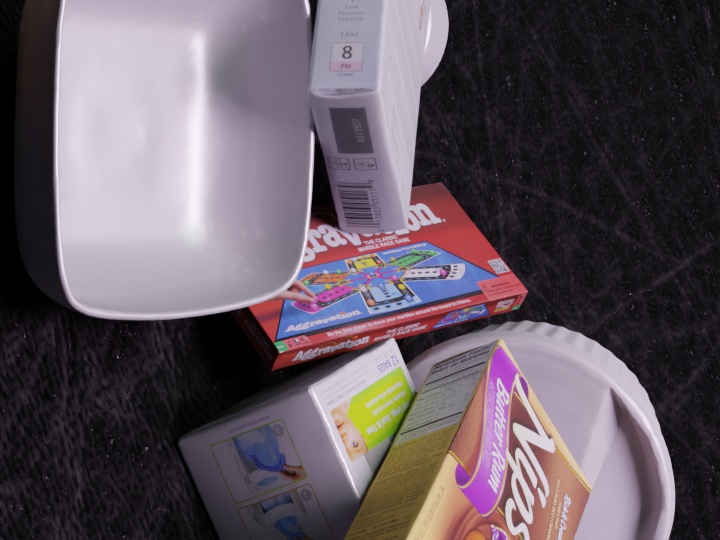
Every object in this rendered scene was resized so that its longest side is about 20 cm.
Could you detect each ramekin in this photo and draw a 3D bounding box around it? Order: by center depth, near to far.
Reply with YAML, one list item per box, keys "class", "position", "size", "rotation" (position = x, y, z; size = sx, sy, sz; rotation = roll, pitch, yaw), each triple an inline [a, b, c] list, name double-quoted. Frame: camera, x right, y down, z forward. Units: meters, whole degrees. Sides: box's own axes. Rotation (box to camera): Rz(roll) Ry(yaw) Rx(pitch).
- class: "ramekin"
  position: [0.103, 0.125, 1.509]
  size: [0.204, 0.201, 0.094]
  rotation: [64, 19, -8]

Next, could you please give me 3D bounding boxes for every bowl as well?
- class: "bowl"
  position: [-0.117, -0.076, 1.330]
  size: [0.199, 0.074, 0.202]
  rotation: [-5, 97, -47]

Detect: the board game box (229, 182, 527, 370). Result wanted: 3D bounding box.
- class: "board game box"
  position: [0.000, 0.000, 1.473]
  size: [0.199, 0.020, 0.103]
  rotation: [-13, 52, -38]

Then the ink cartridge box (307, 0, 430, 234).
- class: "ink cartridge box"
  position: [0.008, -0.148, 1.451]
  size: [0.163, 0.056, 0.202]
  rotation: [75, 14, -61]

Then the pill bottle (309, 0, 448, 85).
- class: "pill bottle"
  position: [-0.033, -0.173, 1.551]
  size: [0.199, 0.113, 0.115]
  rotation: [8, 64, -57]

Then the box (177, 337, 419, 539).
- class: "box"
  position: [-0.004, 0.159, 1.394]
  size: [0.112, 0.101, 0.201]
  rotation: [-27, 95, -60]

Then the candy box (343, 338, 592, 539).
- class: "candy box"
  position: [0.063, 0.144, 1.354]
  size: [0.117, 0.056, 0.200]
  rotation: [57, 33, -18]

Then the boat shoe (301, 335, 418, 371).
- class: "boat shoe"
  position: [0.012, 0.024, 1.542]
  size: [0.065, 0.072, 0.201]
  rotation: [46, 31, -26]

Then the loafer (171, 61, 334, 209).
- class: "loafer"
  position: [-0.082, -0.082, 1.476]
  size: [0.199, 0.072, 0.063]
  rotation: [30, 9, -44]
